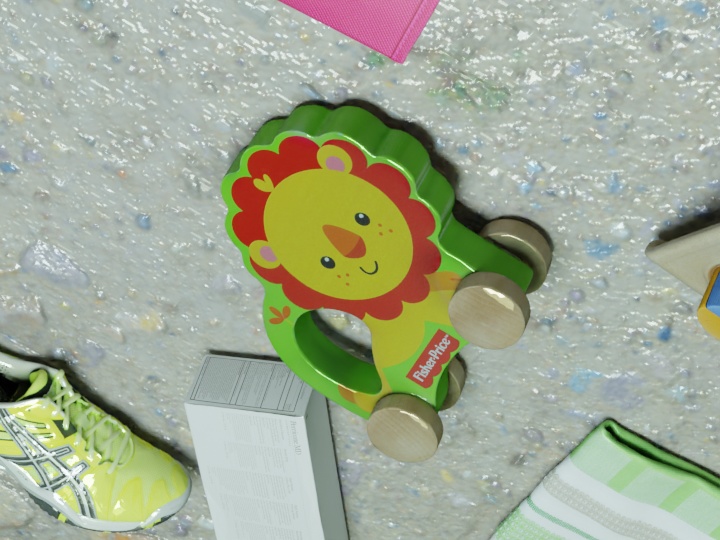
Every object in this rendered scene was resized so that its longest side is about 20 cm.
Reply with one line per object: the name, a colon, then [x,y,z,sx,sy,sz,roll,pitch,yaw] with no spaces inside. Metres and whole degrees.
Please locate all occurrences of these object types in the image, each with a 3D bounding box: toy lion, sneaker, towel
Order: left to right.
sneaker: [-0.204,0.111,1.273,0.199,0.076,0.077,24,136,-8]
toy lion: [0.000,0.000,1.113,0.191,0.069,0.200,30,136,-1]
towel: [0.171,0.190,1.256,0.148,0.031,0.200,26,135,-8]

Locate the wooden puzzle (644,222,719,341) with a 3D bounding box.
wooden puzzle: [0.261,0.033,0.998,0.185,0.047,0.200,33,164,-14]

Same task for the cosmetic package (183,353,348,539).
cosmetic package: [-0.058,0.144,1.273,0.082,0.051,0.201,7,135,15]

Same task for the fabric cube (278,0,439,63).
fabric cube: [-0.013,-0.247,0.771,0.198,0.201,0.197,26,137,-7]
